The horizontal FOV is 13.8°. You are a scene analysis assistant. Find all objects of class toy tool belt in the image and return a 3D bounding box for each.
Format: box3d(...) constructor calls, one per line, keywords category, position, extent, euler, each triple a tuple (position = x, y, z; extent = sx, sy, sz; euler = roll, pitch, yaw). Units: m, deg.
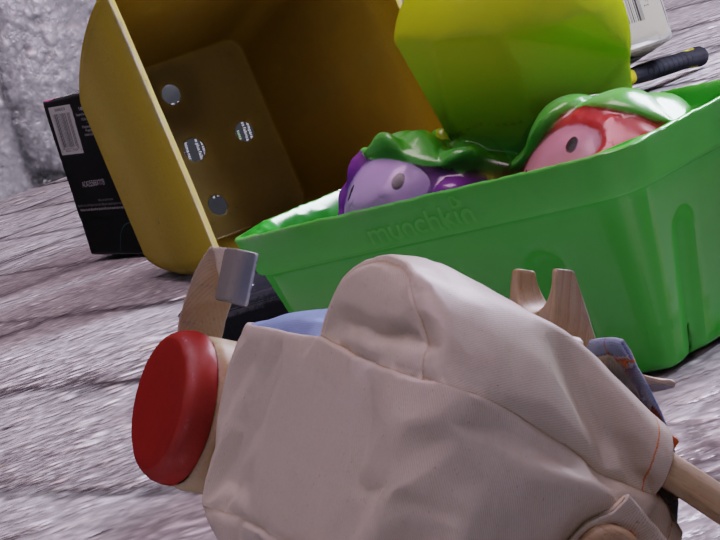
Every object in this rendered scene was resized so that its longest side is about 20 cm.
box3d(category="toy tool belt", position=(0.025, 0.057, 0.831), extent=(0.122, 0.126, 0.200), euler=(13, -4, -25))

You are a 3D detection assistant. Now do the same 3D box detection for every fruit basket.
box3d(category="fruit basket", position=(0.059, -0.059, 1.194), extent=(0.215, 0.217, 0.155), euler=(-12, 9, 38))

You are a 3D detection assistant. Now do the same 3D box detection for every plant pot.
box3d(category="plant pot", position=(-0.081, -0.105, 1.996), extent=(0.199, 0.201, 0.176), euler=(-22, -3, -29))

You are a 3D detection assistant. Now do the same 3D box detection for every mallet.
box3d(category="mallet", position=(0.197, -0.140, 2.163), extent=(0.199, 0.041, 0.066), euler=(-19, 5, -40))

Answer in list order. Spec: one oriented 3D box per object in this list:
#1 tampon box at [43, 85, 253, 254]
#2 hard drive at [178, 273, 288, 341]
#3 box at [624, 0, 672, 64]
box3d(category="tampon box", position=(-0.112, -0.103, 2.265), extent=(0.199, 0.127, 0.150), euler=(-21, 8, -25))
box3d(category="hard drive", position=(0.000, 0.000, 1.528), extent=(0.134, 0.043, 0.200), euler=(-16, 7, 22))
box3d(category="box", position=(0.165, -0.178, 2.257), extent=(0.082, 0.069, 0.200), euler=(-17, -3, -11))
